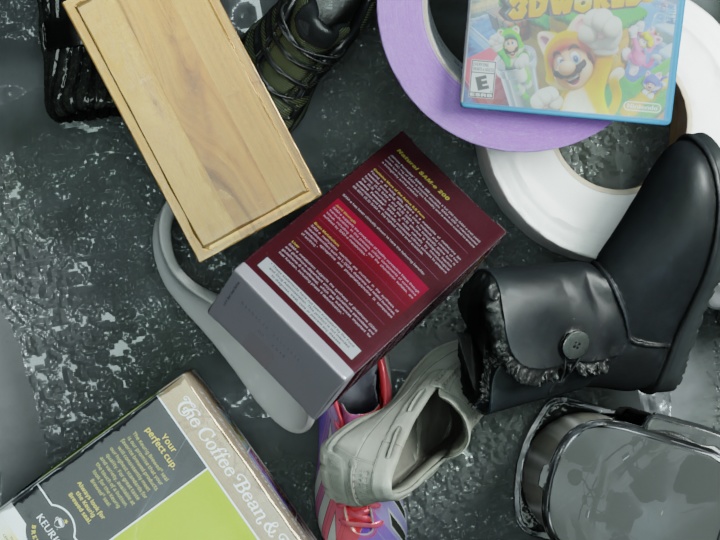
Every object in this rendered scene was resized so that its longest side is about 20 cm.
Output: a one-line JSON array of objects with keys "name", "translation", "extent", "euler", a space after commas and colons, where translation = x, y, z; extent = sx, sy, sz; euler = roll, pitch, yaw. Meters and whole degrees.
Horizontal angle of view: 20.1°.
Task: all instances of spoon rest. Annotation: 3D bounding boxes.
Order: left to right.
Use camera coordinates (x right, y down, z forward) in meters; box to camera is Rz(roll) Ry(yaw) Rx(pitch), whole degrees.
[{"name": "spoon rest", "translation": [-0.092, 0.030, 1.456], "extent": [0.060, 0.099, 0.201], "euler": [-27, 81, -23]}]

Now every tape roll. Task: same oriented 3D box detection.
[{"name": "tape roll", "translation": [0.111, -0.185, 1.377], "extent": [0.198, 0.066, 0.202], "euler": [1, 107, 2]}, {"name": "tape roll", "translation": [0.182, -0.107, 1.474], "extent": [0.200, 0.071, 0.205], "euler": [0, 90, -2]}]

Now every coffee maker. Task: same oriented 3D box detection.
[{"name": "coffee maker", "translation": [0.209, 0.152, 1.404], "extent": [0.190, 0.200, 0.136], "euler": [-9, 90, -2]}]

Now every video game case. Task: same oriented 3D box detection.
[{"name": "video game case", "translation": [0.144, -0.200, 1.327], "extent": [0.142, 0.018, 0.202], "euler": [5, 106, 2]}]

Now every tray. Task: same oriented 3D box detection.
[{"name": "tray", "translation": [-0.116, -0.118, 1.406], "extent": [0.098, 0.037, 0.201], "euler": [-28, 96, -2]}]

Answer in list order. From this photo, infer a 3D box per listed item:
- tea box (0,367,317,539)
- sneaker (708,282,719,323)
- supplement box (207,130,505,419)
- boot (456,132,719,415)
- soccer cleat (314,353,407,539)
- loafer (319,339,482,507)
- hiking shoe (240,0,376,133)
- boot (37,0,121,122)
[{"name": "tea box", "translation": [-0.140, 0.206, 1.423], "extent": [0.196, 0.134, 0.201], "euler": [-35, 90, -2]}, {"name": "sneaker", "translation": [0.305, -0.011, 1.473], "extent": [0.199, 0.078, 0.141], "euler": [-4, 134, -37]}, {"name": "supplement box", "translation": [0.000, 0.000, 1.411], "extent": [0.109, 0.061, 0.200], "euler": [45, 51, 6]}, {"name": "boot", "translation": [0.155, 0.005, 1.376], "extent": [0.167, 0.076, 0.202], "euler": [-3, 121, -26]}, {"name": "soccer cleat", "translation": [-0.001, 0.132, 1.458], "extent": [0.066, 0.076, 0.202], "euler": [-3, 89, -2]}, {"name": "loafer", "translation": [0.052, 0.107, 1.419], "extent": [0.069, 0.200, 0.071], "euler": [9, 122, 37]}, {"name": "hiking shoe", "translation": [-0.050, -0.163, 1.450], "extent": [0.075, 0.101, 0.201], "euler": [35, 88, -1]}, {"name": "boot", "translation": [-0.138, -0.199, 1.457], "extent": [0.209, 0.079, 0.159], "euler": [-15, 83, 8]}]
